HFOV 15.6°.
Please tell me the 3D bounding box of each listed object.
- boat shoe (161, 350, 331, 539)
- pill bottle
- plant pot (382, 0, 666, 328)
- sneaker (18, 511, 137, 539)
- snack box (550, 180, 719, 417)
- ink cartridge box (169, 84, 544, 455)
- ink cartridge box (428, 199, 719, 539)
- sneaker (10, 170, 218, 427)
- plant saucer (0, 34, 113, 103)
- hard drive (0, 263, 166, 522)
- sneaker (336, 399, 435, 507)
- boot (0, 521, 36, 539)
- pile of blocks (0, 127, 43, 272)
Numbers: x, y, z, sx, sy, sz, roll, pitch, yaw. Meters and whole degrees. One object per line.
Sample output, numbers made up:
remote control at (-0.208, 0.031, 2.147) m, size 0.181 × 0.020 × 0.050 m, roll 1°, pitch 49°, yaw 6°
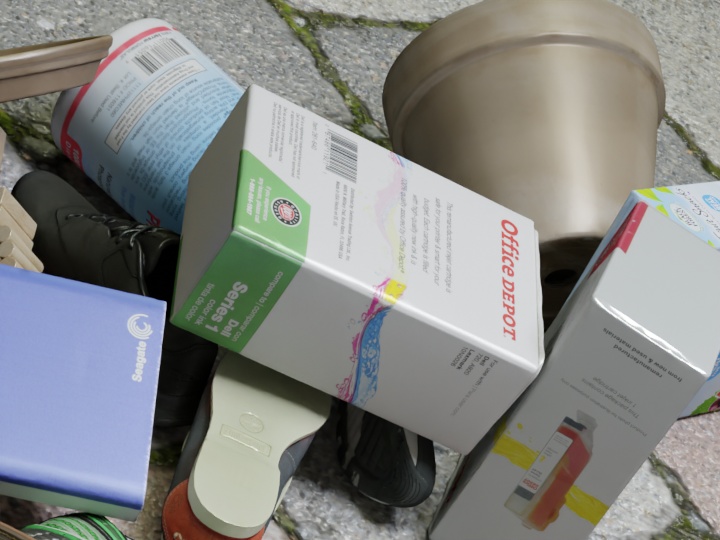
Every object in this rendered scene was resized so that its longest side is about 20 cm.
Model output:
boat shoe at (-0.068, 0.108, 1.492) m, size 0.071 × 0.063 × 0.200 m, roll 25°, pitch 31°, yaw -3°
pill bottle at (-0.094, -0.060, 1.670) m, size 0.200 × 0.109 × 0.109 m, roll 42°, pitch 33°, yaw 20°
plant pot at (0.123, -0.062, 1.806) m, size 0.199 × 0.200 × 0.174 m, roll 11°, pitch 53°, yaw -28°
sneaker at (-0.090, 0.186, 1.345) m, size 0.200 × 0.078 × 0.085 m, roll 37°, pitch 31°, yaw 13°
snack box at (0.223, 0.022, 1.757) m, size 0.200 × 0.169 × 0.068 m, roll -7°, pitch 46°, yaw -44°
ink cartridge box at (0.000, 0.000, 1.528) m, size 0.199 × 0.084 × 0.145 m, roll 25°, pitch 35°, yaw -17°
ink cartridge box at (0.136, 0.079, 1.573) m, size 0.083 × 0.200 × 0.145 m, roll 33°, pitch 31°, yaw 0°
sneaker at (-0.140, -0.001, 1.564) m, size 0.076 × 0.091 × 0.200 m, roll -9°, pitch 47°, yaw -44°
plant saucer at (-0.246, -0.114, 1.595) m, size 0.199 × 0.030 × 0.200 m, roll -9°, pitch 8°, yaw 1°
hard drive at (-0.206, 0.052, 1.386) m, size 0.199 × 0.025 × 0.132 m, roll 13°, pitch 52°, yaw -13°
sneaker at (0.033, 0.072, 1.617) m, size 0.084 × 0.075 × 0.200 m, roll 17°, pitch 33°, yaw -21°
boot at (-0.165, 0.196, 1.272) m, size 0.200 × 0.075 × 0.097 m, roll 39°, pitch 29°, yaw 12°
pile of blocks at (-0.223, -0.006, 1.546) m, size 0.200 × 0.082 × 0.062 m, roll 67°, pitch 6°, yaw 34°
